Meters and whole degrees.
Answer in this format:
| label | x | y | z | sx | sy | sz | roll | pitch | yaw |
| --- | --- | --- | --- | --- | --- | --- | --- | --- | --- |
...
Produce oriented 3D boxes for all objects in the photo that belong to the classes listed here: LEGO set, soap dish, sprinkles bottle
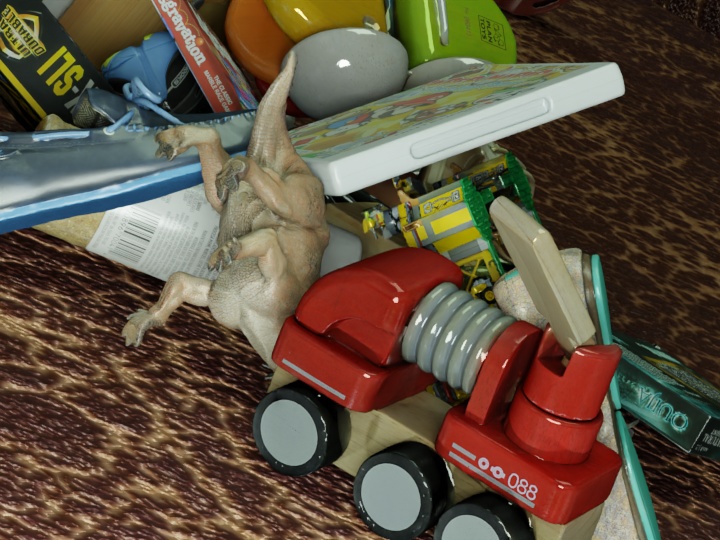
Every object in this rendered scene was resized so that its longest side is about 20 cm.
| label | x | y | z | sx | sy | sz | roll | pitch | yaw |
| --- | --- | --- | --- | --- | --- | --- | --- | --- | --- |
| LEGO set | 0.042 | 0.019 | 1.619 | 0.154 | 0.116 | 0.200 | 65 | 15 | -10 |
| soap dish | -0.143 | -0.170 | 1.990 | 0.081 | 0.157 | 0.200 | 45 | 18 | 10 |
| sprinkles bottle | -0.101 | -0.024 | 1.678 | 0.200 | 0.068 | 0.068 | 22 | 14 | -13 |

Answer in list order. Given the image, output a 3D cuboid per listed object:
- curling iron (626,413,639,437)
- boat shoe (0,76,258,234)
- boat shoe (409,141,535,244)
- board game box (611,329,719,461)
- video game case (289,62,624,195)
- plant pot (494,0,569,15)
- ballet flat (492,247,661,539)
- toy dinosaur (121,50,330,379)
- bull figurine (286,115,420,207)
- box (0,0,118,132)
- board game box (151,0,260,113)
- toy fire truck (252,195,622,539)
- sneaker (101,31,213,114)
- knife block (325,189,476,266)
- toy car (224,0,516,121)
| label | x | y | z | sx | sy | sz | roll | pitch | yaw |
| --- | --- | --- | --- | --- | --- | --- | --- | --- | --- |
| curling iron | 0.110 | 0.089 | 1.712 | 0.050 | 0.026 | 0.200 | 30 | 15 | 25 |
| boat shoe | -0.140 | -0.071 | 1.595 | 0.200 | 0.069 | 0.084 | -13 | -6 | -25 |
| boat shoe | 0.071 | -0.049 | 1.804 | 0.065 | 0.072 | 0.200 | 26 | 8 | 7 |
| board game box | 0.194 | 0.078 | 1.820 | 0.135 | 0.028 | 0.200 | 34 | 7 | 28 |
| video game case | 0.033 | -0.085 | 1.692 | 0.182 | 0.023 | 0.200 | -20 | 10 | -17 |
| plant pot | 0.167 | -0.397 | 3.309 | 0.201 | 0.201 | 0.195 | 16 | 25 | -33 |
| ballet flat | 0.110 | 0.082 | 1.514 | 0.067 | 0.200 | 0.068 | -12 | 20 | 7 |
| toy dinosaur | -0.044 | -0.011 | 1.569 | 0.135 | 0.200 | 0.086 | 15 | -12 | -41 |
| bull figurine | 0.014 | -0.045 | 1.956 | 0.121 | 0.065 | 0.200 | 1 | 27 | -47 |
| box | -0.202 | -0.127 | 1.747 | 0.160 | 0.049 | 0.200 | 38 | -11 | 46 |
| board game box | -0.082 | -0.112 | 1.832 | 0.103 | 0.019 | 0.200 | 59 | 3 | 15 |
| toy fire truck | 0.049 | 0.036 | 1.424 | 0.176 | 0.200 | 0.129 | 31 | 26 | 23 |
| sneaker | -0.119 | -0.091 | 1.873 | 0.200 | 0.071 | 0.083 | 61 | 6 | -79 |
| knife block | 0.000 | 0.000 | 1.776 | 0.175 | 0.064 | 0.200 | 20 | 15 | -18 |
| toy car | 0.003 | -0.153 | 1.944 | 0.200 | 0.150 | 0.175 | 13 | 54 | -29 |
